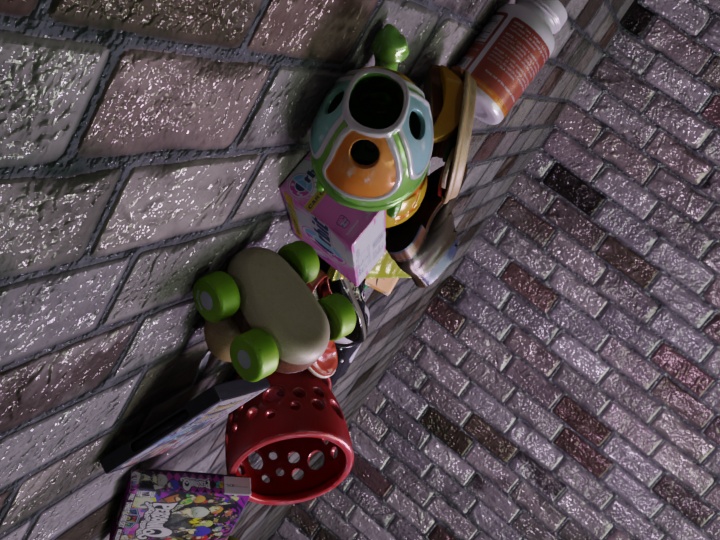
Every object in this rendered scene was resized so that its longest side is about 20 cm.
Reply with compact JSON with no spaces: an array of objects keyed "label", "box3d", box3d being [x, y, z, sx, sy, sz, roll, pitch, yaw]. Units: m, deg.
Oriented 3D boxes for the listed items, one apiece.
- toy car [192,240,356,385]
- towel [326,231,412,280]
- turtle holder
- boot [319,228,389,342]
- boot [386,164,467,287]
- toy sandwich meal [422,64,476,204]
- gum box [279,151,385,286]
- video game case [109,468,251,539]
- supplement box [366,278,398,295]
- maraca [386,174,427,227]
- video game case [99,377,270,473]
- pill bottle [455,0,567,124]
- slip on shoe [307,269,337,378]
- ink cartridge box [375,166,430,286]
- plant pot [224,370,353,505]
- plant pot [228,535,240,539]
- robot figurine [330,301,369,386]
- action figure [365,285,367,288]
[{"label":"toy car","box3d":[-0.134,0.082,1.004,0.163,0.159,0.200,-23,163,-45]},{"label":"towel","box3d":[0.039,-0.021,1.241,0.199,0.018,0.087,0,129,-46]},{"label":"turtle holder","box3d":[0.024,-0.162,0.888,0.186,0.140,0.132,-48,167,-18]},{"label":"boot","box3d":[0.001,0.000,1.306,0.154,0.073,0.205,-49,136,-35]},{"label":"boot","box3d":[0.114,-0.071,1.239,0.201,0.074,0.097,-53,132,-23]},{"label":"toy sandwich meal","box3d":[0.115,-0.196,1.144,0.205,0.069,0.208,9,90,-89]},{"label":"gum box","box3d":[-0.030,-0.059,1.043,0.066,0.113,0.200,-50,168,-11]},{"label":"video game case","box3d":[-0.279,0.374,1.247,0.036,0.179,0.201,-102,-150,-43]},{"label":"supplement box","box3d":[0.068,-0.060,1.497,0.201,0.066,0.069,-60,-152,6]},{"label":"maraca","box3d":[0.040,-0.121,1.175,0.200,0.106,0.138,99,16,-84]},{"label":"video game case","box3d":[-0.228,0.202,1.095,0.180,0.026,0.200,-33,172,8]},{"label":"pill bottle","box3d":[0.232,-0.341,1.281,0.201,0.112,0.112,-52,169,-1]},{"label":"slip on shoe","box3d":[-0.063,0.083,1.243,0.074,0.061,0.202,-40,131,-43]},{"label":"ink cartridge box","box3d":[0.071,-0.086,1.377,0.201,0.047,0.162,107,-8,-55]},{"label":"plant pot","box3d":[-0.121,0.244,1.305,0.184,0.198,0.201,-104,-149,-42]},{"label":"plant pot","box3d":[-0.384,0.868,2.314,0.194,0.199,0.201,-60,174,-30]},{"label":"robot figurine","box3d":[-0.057,0.116,1.439,0.124,0.150,0.201,-25,150,-44]},{"label":"action figure","box3d":[-0.048,0.085,1.579,0.201,0.054,0.118,-55,172,-13]}]
